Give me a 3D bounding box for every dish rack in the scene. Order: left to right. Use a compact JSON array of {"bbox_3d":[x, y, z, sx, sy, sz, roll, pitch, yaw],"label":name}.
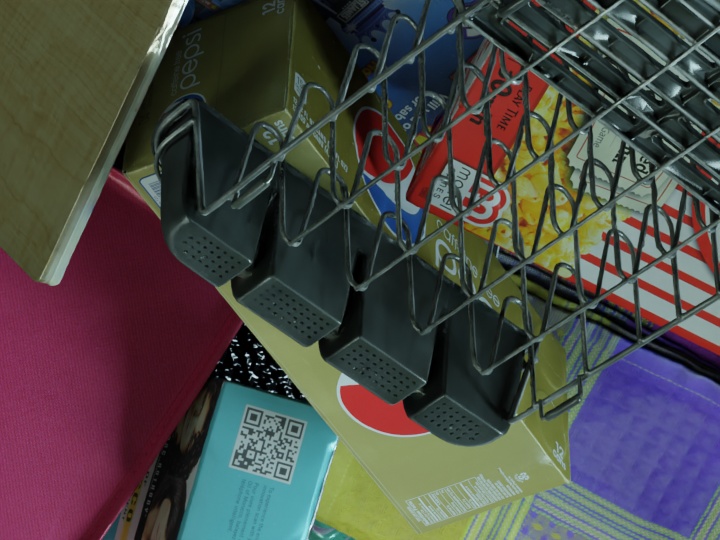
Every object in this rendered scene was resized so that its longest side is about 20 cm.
[{"bbox_3d":[0.048,-0.029,0.904,0.153,0.055,0.200,34,131,-28],"label":"dish rack"}]

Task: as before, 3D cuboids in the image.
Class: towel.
[{"bbox_3d":[0.082,0.079,1.131,0.200,0.023,0.144,28,118,1],"label":"towel"}]

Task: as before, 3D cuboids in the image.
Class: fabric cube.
[{"bbox_3d":[-0.192,0.036,1.171,0.200,0.196,0.199,38,161,-12],"label":"fabric cube"}]

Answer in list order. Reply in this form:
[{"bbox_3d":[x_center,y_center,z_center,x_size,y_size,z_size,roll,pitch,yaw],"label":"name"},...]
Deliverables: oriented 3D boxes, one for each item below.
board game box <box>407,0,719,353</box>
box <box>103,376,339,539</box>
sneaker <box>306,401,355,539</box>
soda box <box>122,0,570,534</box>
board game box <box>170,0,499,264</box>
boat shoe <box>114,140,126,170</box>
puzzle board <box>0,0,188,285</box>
[{"bbox_3d":[0.136,-0.041,0.954,0.200,0.046,0.152,26,134,-4],"label":"board game box"},{"bbox_3d":[-0.063,0.085,1.190,0.049,0.082,0.200,17,175,-13],"label":"box"},{"bbox_3d":[-0.023,0.079,1.240,0.088,0.074,0.200,38,138,25],"label":"sneaker"},{"bbox_3d":[0.000,0.000,1.027,0.064,0.068,0.200,-20,130,21],"label":"soda box"},{"bbox_3d":[0.005,-0.095,1.024,0.200,0.062,0.200,32,129,-25],"label":"board game box"},{"bbox_3d":[-0.156,-0.094,1.182,0.200,0.063,0.073,46,141,-8],"label":"boat shoe"},{"bbox_3d":[-0.122,-0.109,1.000,0.200,0.017,0.151,42,113,39],"label":"puzzle board"}]
